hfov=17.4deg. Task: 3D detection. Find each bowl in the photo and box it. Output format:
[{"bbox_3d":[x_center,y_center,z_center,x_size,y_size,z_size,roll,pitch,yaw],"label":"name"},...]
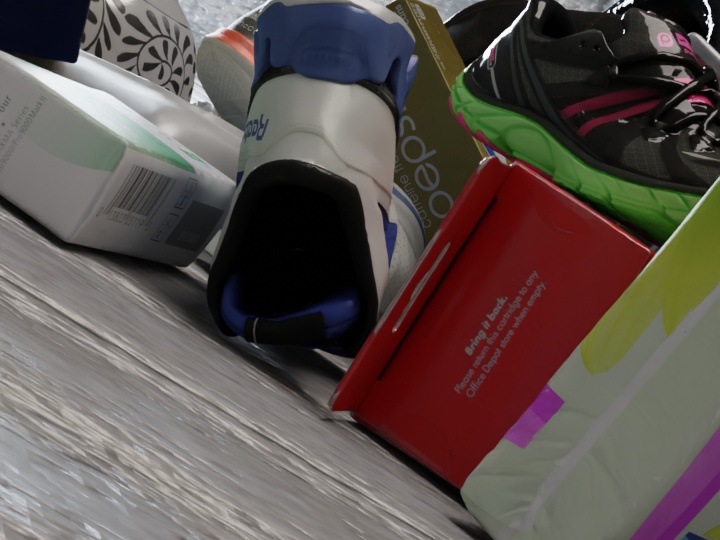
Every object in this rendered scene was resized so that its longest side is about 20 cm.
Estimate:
[{"bbox_3d":[-0.170,-0.162,1.435,0.200,0.095,0.201,33,4,-3],"label":"bowl"}]

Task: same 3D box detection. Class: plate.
[{"bbox_3d":[-0.085,-0.063,1.207,0.200,0.032,0.199,29,-1,-42],"label":"plate"}]

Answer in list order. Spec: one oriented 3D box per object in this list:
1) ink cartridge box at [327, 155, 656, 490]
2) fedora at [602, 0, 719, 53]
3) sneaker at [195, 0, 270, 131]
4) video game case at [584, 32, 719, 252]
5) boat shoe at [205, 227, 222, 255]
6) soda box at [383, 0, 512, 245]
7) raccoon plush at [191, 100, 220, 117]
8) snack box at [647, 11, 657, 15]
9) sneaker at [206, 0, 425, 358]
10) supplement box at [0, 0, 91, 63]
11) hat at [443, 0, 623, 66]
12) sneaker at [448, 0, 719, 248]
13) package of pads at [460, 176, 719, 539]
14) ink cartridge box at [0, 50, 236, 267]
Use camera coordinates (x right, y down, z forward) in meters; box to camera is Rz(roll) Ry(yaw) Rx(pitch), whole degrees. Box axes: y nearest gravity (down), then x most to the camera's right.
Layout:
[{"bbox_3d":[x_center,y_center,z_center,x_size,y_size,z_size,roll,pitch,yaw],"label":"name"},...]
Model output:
[{"bbox_3d":[0.067,0.029,0.927,0.067,0.117,0.200,34,4,16],"label":"ink cartridge box"},{"bbox_3d":[0.174,-0.078,1.379,0.091,0.201,0.201,34,4,-25],"label":"fedora"},{"bbox_3d":[-0.020,-0.073,1.316,0.077,0.082,0.201,31,-24,38],"label":"sneaker"},{"bbox_3d":[0.168,0.019,1.135,0.200,0.182,0.024,45,2,4],"label":"video game case"},{"bbox_3d":[0.000,0.000,1.114,0.073,0.062,0.200,33,2,35],"label":"boat shoe"},{"bbox_3d":[0.045,-0.024,1.097,0.201,0.064,0.068,65,14,5],"label":"soda box"},{"bbox_3d":[-0.012,-0.059,1.558,0.199,0.097,0.134,35,-4,13],"label":"raccoon plush"},{"bbox_3d":[0.187,-0.059,1.230,0.024,0.072,0.200,20,22,-37],"label":"snack box"},{"bbox_3d":[-0.023,-0.006,0.922,0.080,0.116,0.200,10,-32,8],"label":"sneaker"},{"bbox_3d":[-0.198,-0.185,1.195,0.108,0.110,0.200,11,12,-19],"label":"supplement box"},{"bbox_3d":[0.088,-0.056,1.261,0.200,0.200,0.081,37,-21,41],"label":"hat"},{"bbox_3d":[0.116,-0.061,0.956,0.200,0.084,0.077,33,4,41],"label":"sneaker"},{"bbox_3d":[0.148,0.040,0.855,0.068,0.200,0.154,46,10,33],"label":"package of pads"},{"bbox_3d":[-0.154,-0.077,0.928,0.200,0.050,0.161,37,5,11],"label":"ink cartridge box"}]
